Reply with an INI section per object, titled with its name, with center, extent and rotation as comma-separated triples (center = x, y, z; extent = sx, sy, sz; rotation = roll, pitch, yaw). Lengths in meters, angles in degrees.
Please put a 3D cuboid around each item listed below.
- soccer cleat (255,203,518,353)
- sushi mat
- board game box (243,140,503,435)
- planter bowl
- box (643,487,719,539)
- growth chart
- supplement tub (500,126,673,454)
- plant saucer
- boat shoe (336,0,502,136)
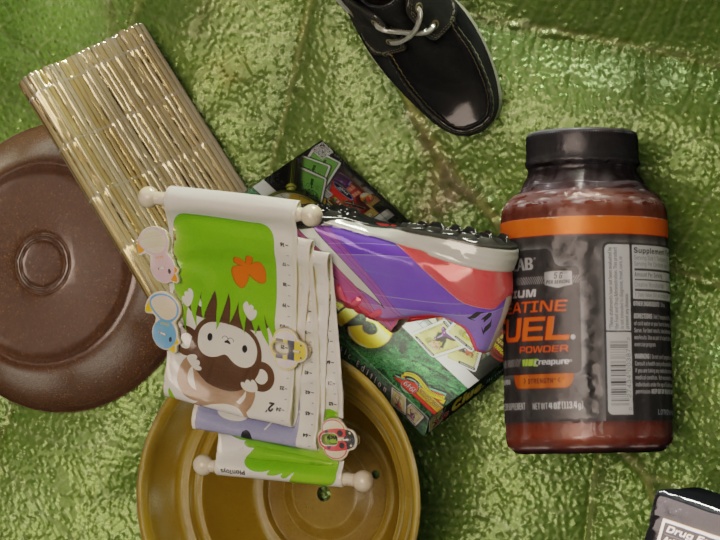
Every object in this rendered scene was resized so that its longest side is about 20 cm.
[soccer cleat]
center = 0.000, 0.000, 1.686
extent = 0.200, 0.068, 0.073
rotation = 10, 97, 24
[sushi mat]
center = -0.138, -0.066, 1.819
extent = 0.096, 0.012, 0.200
rotation = -28, 75, -16
[board game box]
center = 0.007, 0.009, 1.750
extent = 0.200, 0.023, 0.105
rotation = 43, 58, 17
[planter bowl]
center = -0.038, 0.146, 1.756
extent = 0.200, 0.083, 0.201
rotation = -1, 88, 24
[box]
center = 0.253, 0.251, 1.625
extent = 0.200, 0.123, 0.199
rotation = 18, 94, 18
[growth chart]
center = -0.070, 0.042, 1.694
extent = 0.144, 0.018, 0.200
rotation = -2, 105, 26
[supplement tub]
center = 0.139, 0.014, 1.692
extent = 0.107, 0.107, 0.201
rotation = -3, 85, 20
[plant saucer]
center = -0.210, -0.004, 1.858
extent = 0.200, 0.037, 0.201
rotation = -2, 85, 20
[boat shoe]
center = 0.022, -0.166, 1.738
extent = 0.072, 0.068, 0.200
rotation = -29, 105, 17
